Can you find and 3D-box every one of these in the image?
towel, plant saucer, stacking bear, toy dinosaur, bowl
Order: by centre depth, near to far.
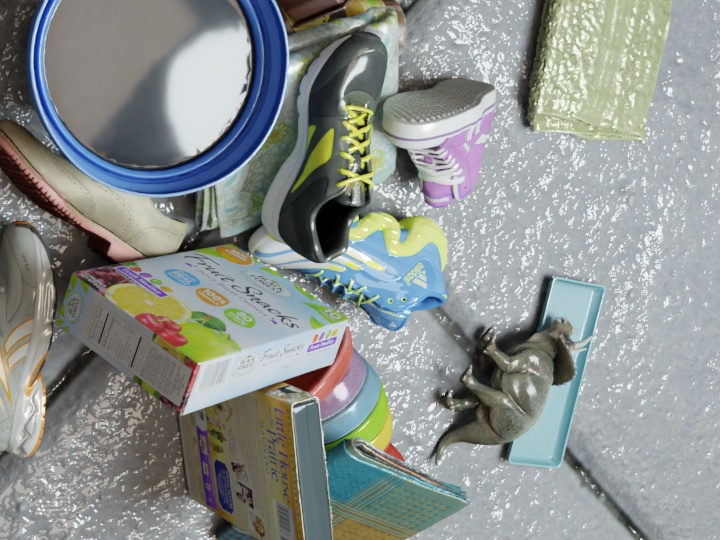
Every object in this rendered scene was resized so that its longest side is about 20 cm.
[{"bbox_3d":[-0.152,-0.156,1.008,0.201,0.039,0.201,-7,106,-24],"label":"bowl"},{"bbox_3d":[-0.055,-0.123,1.148,0.200,0.048,0.171,-23,142,-21],"label":"towel"},{"bbox_3d":[-0.019,0.224,1.232,0.147,0.022,0.200,29,131,-29],"label":"towel"},{"bbox_3d":[-0.021,0.148,1.239,0.114,0.121,0.200,-40,125,-18],"label":"stacking bear"},{"bbox_3d":[0.146,0.121,1.324,0.102,0.077,0.200,34,85,-3],"label":"toy dinosaur"},{"bbox_3d":[0.237,-0.229,1.324,0.148,0.036,0.200,5,100,-27],"label":"towel"},{"bbox_3d":[0.201,0.106,1.391,0.070,0.019,0.200,10,96,-29],"label":"plant saucer"}]

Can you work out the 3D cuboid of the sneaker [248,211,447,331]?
[{"bbox_3d":[0.000,0.000,1.208,0.200,0.076,0.105,-2,63,-28],"label":"sneaker"}]

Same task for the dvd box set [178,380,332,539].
[{"bbox_3d":[-0.095,0.154,1.144,0.029,0.200,0.146,-16,107,-33],"label":"dvd box set"}]

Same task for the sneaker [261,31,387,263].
[{"bbox_3d":[-0.012,-0.096,1.099,0.074,0.085,0.200,-1,121,-39],"label":"sneaker"}]

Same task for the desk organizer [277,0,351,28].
[{"bbox_3d":[-0.008,-0.304,1.127,0.077,0.072,0.200,48,59,-24],"label":"desk organizer"}]

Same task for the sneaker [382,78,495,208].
[{"bbox_3d":[0.072,-0.104,1.201,0.200,0.073,0.114,-26,129,-61],"label":"sneaker"}]

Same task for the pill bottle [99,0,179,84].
[{"bbox_3d":[-0.187,-0.206,1.066,0.112,0.112,0.200,6,99,-28],"label":"pill bottle"}]

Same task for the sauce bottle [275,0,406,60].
[{"bbox_3d":[-0.058,-0.207,1.160,0.200,0.065,0.065,-6,104,-28],"label":"sauce bottle"}]

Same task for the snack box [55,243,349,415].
[{"bbox_3d":[-0.124,0.041,1.090,0.200,0.142,0.053,-13,130,-55],"label":"snack box"}]

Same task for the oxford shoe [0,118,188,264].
[{"bbox_3d":[-0.225,-0.070,1.107,0.075,0.070,0.200,-54,129,-11],"label":"oxford shoe"}]

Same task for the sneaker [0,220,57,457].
[{"bbox_3d":[-0.302,0.057,1.091,0.092,0.076,0.200,3,99,-23],"label":"sneaker"}]
